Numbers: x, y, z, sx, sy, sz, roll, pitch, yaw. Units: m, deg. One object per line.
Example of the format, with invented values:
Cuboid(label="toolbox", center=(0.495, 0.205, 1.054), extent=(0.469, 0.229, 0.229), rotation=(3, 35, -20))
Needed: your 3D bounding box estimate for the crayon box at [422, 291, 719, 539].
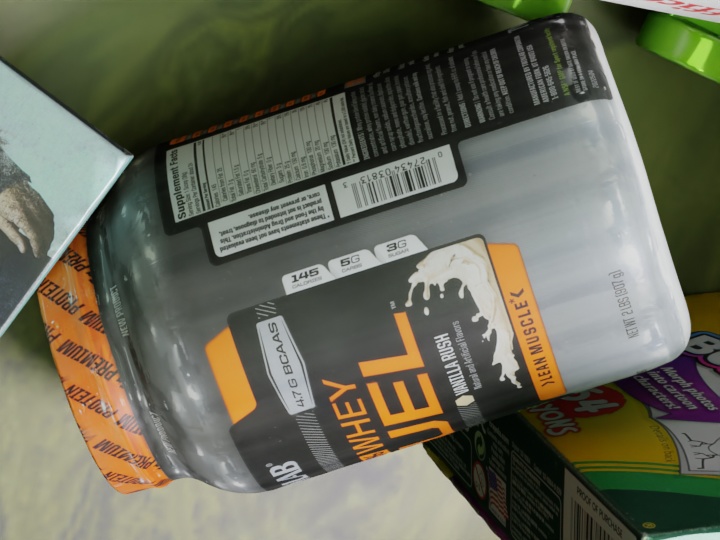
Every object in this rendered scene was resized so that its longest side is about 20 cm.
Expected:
Cuboid(label="crayon box", center=(0.134, 0.065, 0.955), extent=(0.171, 0.200, 0.059), rotation=(-6, 111, -18))

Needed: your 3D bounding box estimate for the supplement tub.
Cuboid(label="supplement tub", center=(0.000, 0.000, 0.915), extent=(0.199, 0.123, 0.123), rotation=(-18, 113, 6))

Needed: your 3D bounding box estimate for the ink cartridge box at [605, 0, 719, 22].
Cuboid(label="ink cartridge box", center=(0.133, -0.133, 0.826), extent=(0.146, 0.200, 0.083), rotation=(6, 83, -33))

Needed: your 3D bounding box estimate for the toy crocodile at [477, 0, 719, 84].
Cuboid(label="toy crocodile", center=(0.092, -0.114, 0.966), extent=(0.199, 0.062, 0.068), rotation=(15, 101, -28))

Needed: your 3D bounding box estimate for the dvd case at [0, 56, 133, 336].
Cuboid(label="dvd case", center=(-0.193, -0.038, 0.868), extent=(0.200, 0.022, 0.146), rotation=(38, 93, -4))
